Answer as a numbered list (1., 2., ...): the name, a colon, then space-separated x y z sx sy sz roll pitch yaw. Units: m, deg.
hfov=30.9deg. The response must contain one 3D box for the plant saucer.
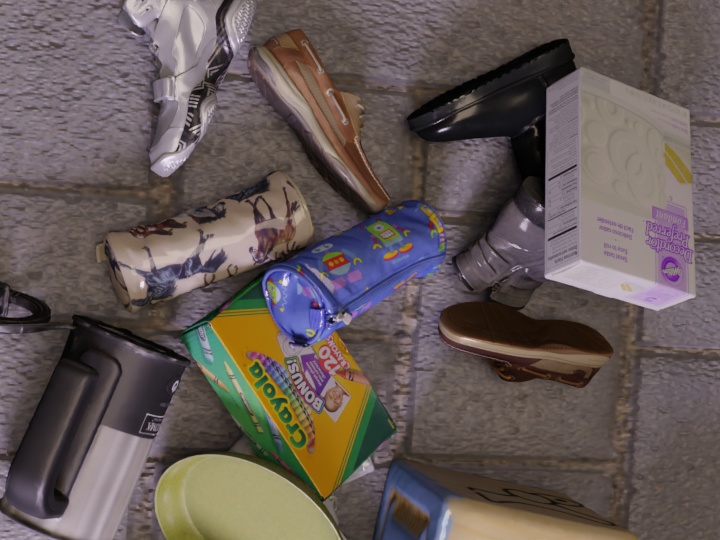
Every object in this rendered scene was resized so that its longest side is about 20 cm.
1. plant saucer: -0.099 0.241 1.223 0.200 0.200 0.031 48 39 -12

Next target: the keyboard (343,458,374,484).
1. keyboard: -0.044 0.119 1.300 0.056 0.011 0.201 -21 97 -7

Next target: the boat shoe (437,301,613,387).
1. boat shoe: 0.160 0.085 1.315 0.199 0.072 0.072 9 123 -29

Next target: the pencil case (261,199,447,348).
1. pencil case: 0.000 0.000 1.226 0.200 0.087 0.078 -29 138 -40

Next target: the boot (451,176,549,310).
1. boot: 0.199 -0.008 1.313 0.199 0.070 0.132 26 123 -21

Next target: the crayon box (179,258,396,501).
1. crayon box: -0.066 0.107 1.232 0.119 0.058 0.201 -39 100 -39

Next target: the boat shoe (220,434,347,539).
1. boat shoe: -0.051 0.234 1.268 0.200 0.073 0.067 46 62 -17

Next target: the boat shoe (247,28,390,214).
1. boat shoe: -0.027 -0.145 1.258 0.072 0.076 0.200 -38 103 -12

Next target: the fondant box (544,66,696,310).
1. fondant box: 0.248 -0.076 1.243 0.144 0.058 0.201 15 68 -28

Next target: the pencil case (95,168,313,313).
1. pencil case: -0.148 -0.028 1.230 0.199 0.090 0.078 -21 126 -12

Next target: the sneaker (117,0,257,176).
1. sneaker: -0.182 -0.195 1.216 0.114 0.075 0.201 24 82 -14

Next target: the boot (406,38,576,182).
1. boot: 0.162 -0.125 1.312 0.198 0.073 0.163 -26 105 -10

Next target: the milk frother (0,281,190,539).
1. milk frother: -0.290 0.127 1.186 0.199 0.180 0.189 21 86 29

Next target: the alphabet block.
1. alphabet block: 0.123 0.310 1.258 0.199 0.195 0.197 14 91 -13
